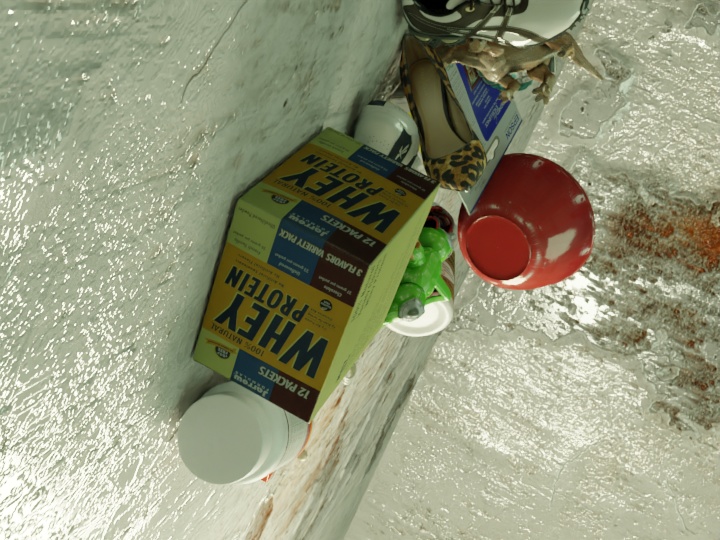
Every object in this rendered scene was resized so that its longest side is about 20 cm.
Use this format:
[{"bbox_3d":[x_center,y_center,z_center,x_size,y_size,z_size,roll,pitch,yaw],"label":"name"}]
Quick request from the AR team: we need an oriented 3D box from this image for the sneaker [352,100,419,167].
[{"bbox_3d":[0.003,-0.091,1.195,0.199,0.079,0.130,120,-6,-58],"label":"sneaker"}]

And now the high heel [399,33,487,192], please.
[{"bbox_3d":[0.084,-0.177,1.184,0.200,0.071,0.143,-99,164,-58],"label":"high heel"}]

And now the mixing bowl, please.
[{"bbox_3d":[0.209,-0.051,1.445,0.108,0.200,0.200,-37,153,-51],"label":"mixing bowl"}]

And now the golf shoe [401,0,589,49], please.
[{"bbox_3d":[0.138,-0.280,1.105,0.094,0.200,0.078,32,56,-69],"label":"golf shoe"}]

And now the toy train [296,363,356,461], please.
[{"bbox_3d":[-0.077,0.142,1.360,0.200,0.056,0.150,-49,135,-51],"label":"toy train"}]

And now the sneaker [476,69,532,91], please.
[{"bbox_3d":[0.175,-0.315,1.338,0.200,0.077,0.091,55,46,-42],"label":"sneaker"}]

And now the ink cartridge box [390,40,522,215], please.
[{"bbox_3d":[0.132,-0.211,1.385,0.198,0.047,0.200,-58,138,-33],"label":"ink cartridge box"}]

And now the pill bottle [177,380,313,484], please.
[{"bbox_3d":[-0.123,0.172,1.144,0.110,0.109,0.200,-64,170,3],"label":"pill bottle"}]

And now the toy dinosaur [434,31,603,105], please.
[{"bbox_3d":[0.182,-0.264,1.233,0.136,0.200,0.086,-90,178,-51],"label":"toy dinosaur"}]

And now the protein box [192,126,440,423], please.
[{"bbox_3d":[-0.042,-0.001,1.042,0.200,0.135,0.199,-49,164,-55],"label":"protein box"}]

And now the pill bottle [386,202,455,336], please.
[{"bbox_3d":[0.088,-0.009,1.614,0.114,0.114,0.200,105,-7,-49],"label":"pill bottle"}]

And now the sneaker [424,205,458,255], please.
[{"bbox_3d":[0.106,-0.051,1.490,0.201,0.067,0.108,-24,168,-48],"label":"sneaker"}]

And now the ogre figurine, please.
[{"bbox_3d":[0.041,0.004,1.246,0.200,0.120,0.098,-41,120,-52],"label":"ogre figurine"}]

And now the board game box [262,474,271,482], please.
[{"bbox_3d":[-0.101,0.185,1.483,0.153,0.040,0.200,-55,167,-39],"label":"board game box"}]

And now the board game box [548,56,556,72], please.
[{"bbox_3d":[0.219,-0.359,1.371,0.200,0.028,0.135,-96,176,-53],"label":"board game box"}]
